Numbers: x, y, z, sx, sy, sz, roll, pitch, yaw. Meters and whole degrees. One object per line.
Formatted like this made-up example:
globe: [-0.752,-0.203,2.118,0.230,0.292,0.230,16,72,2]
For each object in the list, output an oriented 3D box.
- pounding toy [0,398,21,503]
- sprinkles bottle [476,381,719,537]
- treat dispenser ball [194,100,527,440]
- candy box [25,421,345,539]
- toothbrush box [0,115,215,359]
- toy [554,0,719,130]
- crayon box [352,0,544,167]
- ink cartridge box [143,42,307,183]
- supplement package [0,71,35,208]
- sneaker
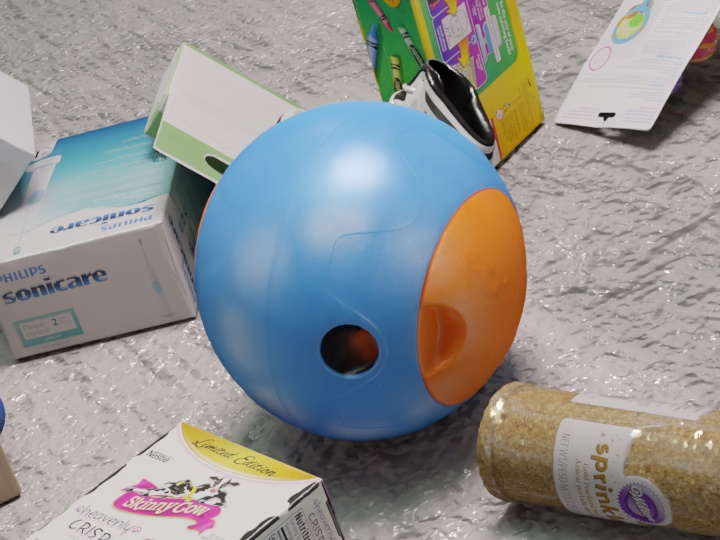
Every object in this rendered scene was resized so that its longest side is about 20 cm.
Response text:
pounding toy: [-0.306,0.045,1.188,0.142,0.185,0.200,-25,29,-13]
sprinkles bottle: [0.159,0.102,0.931,0.199,0.069,0.068,5,36,38]
treat dispenser ball: [0.000,0.000,1.065,0.200,0.202,0.201,-14,28,8]
candy box: [-0.123,0.175,0.978,0.200,0.061,0.136,-37,32,-31]
toothbrush box: [-0.195,-0.033,1.364,0.146,0.086,0.200,-14,28,7]
toy: [0.242,-0.184,1.371,0.115,0.047,0.201,12,71,59]
crayon box: [0.065,-0.172,1.332,0.058,0.201,0.119,8,38,39]
ink cartridge box: [-0.091,-0.085,1.342,0.048,0.145,0.200,-54,15,27]
supplement package: [-0.366,-0.072,1.373,0.200,0.151,0.151,-54,24,15]
sneaker: [0.025,-0.105,1.290,0.200,0.116,0.075,30,18,37]
